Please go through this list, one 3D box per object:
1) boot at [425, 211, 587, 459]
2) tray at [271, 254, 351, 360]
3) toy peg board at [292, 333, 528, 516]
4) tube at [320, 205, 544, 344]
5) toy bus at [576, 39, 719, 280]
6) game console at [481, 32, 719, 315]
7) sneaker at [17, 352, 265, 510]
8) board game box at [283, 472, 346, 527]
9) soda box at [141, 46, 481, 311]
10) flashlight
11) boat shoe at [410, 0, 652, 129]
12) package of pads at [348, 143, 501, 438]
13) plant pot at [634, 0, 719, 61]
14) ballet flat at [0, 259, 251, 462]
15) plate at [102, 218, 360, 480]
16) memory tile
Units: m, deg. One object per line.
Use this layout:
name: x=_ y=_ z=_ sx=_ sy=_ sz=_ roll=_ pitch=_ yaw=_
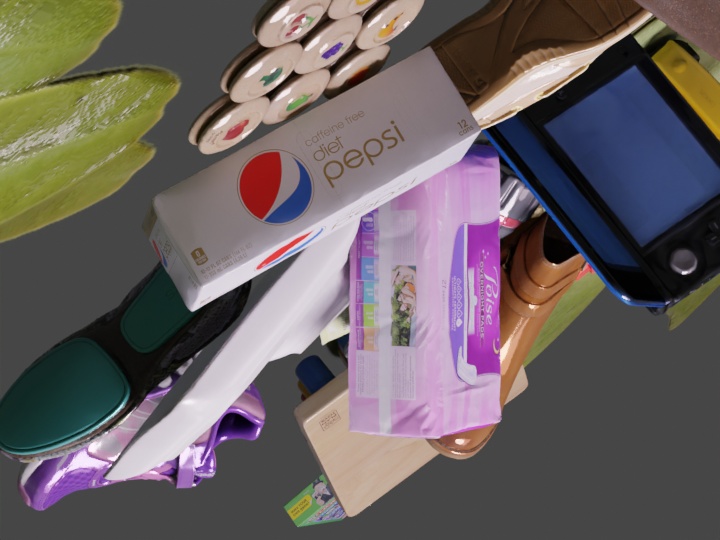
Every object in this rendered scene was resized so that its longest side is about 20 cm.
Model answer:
boot: x=0.112 y=0.032 z=1.735 sx=0.155 sy=0.073 sz=0.201 roll=-49 pitch=-164 yaw=55
tray: x=0.000 y=0.000 z=1.662 sx=0.107 sy=0.022 sz=0.200 roll=-46 pitch=179 yaw=34
toy peg board: x=0.025 y=0.082 z=1.988 sx=0.200 sy=0.098 sz=0.199 roll=-36 pitch=150 yaw=-8
tube: x=0.050 y=-0.007 z=1.816 sx=0.199 sy=0.058 sz=0.052 roll=-31 pitch=-155 yaw=-10
toy bus: x=0.230 y=-0.065 z=1.863 sx=0.192 sy=0.136 sz=0.200 roll=-42 pitch=167 yaw=-1
game console: x=0.173 y=-0.079 z=1.576 sx=0.170 sy=0.200 sz=0.118 roll=-34 pitch=166 yaw=-15
sneaker: x=-0.148 y=0.121 z=1.655 sx=0.200 sy=0.089 sz=0.081 roll=-30 pitch=165 yaw=-25
board game box: x=0.023 y=0.190 z=2.400 sx=0.200 sy=0.029 sz=0.135 roll=-41 pitch=165 yaw=12
soda box: x=-0.030 y=-0.055 z=1.398 sx=0.199 sy=0.064 sz=0.068 roll=-30 pitch=174 yaw=-15
flashlight: x=0.062 y=0.000 z=1.741 sx=0.200 sy=0.068 sz=0.068 roll=-58 pitch=169 yaw=18
boat shoe: x=0.112 y=-0.150 z=1.485 sx=0.199 sy=0.074 sz=0.069 roll=-29 pitch=169 yaw=5
package of pads: x=0.045 y=0.011 z=1.587 sx=0.075 sy=0.201 sz=0.120 roll=1 pitch=-176 yaw=30
plant pot: x=0.229 y=-0.197 z=1.347 sx=0.187 sy=0.200 sz=0.187 roll=-34 pitch=165 yaw=-10
ballet flat: x=-0.146 y=0.056 z=1.488 sx=0.200 sy=0.072 sz=0.072 roll=-40 pitch=166 yaw=7
plate: x=-0.078 y=0.050 z=1.529 sx=0.200 sy=0.032 sz=0.200 roll=-52 pitch=-175 yaw=-27
memory tile: x=-0.010 y=-0.143 z=1.308 sx=0.153 sy=0.017 sz=0.200 roll=-27 pitch=162 yaw=-38
